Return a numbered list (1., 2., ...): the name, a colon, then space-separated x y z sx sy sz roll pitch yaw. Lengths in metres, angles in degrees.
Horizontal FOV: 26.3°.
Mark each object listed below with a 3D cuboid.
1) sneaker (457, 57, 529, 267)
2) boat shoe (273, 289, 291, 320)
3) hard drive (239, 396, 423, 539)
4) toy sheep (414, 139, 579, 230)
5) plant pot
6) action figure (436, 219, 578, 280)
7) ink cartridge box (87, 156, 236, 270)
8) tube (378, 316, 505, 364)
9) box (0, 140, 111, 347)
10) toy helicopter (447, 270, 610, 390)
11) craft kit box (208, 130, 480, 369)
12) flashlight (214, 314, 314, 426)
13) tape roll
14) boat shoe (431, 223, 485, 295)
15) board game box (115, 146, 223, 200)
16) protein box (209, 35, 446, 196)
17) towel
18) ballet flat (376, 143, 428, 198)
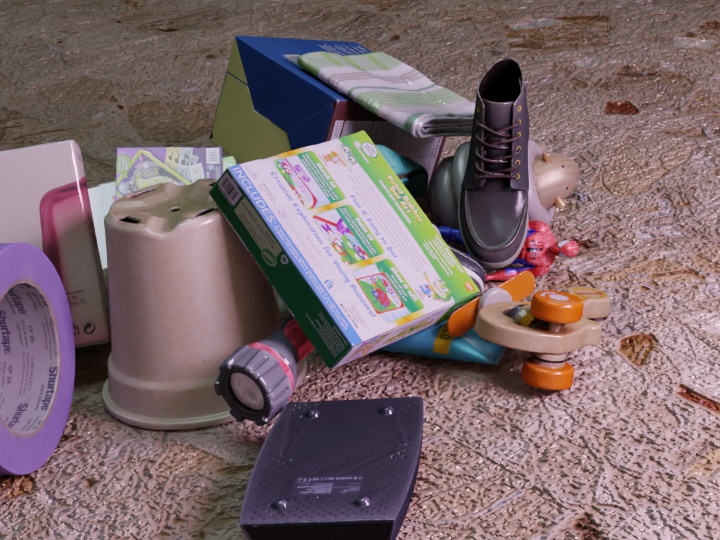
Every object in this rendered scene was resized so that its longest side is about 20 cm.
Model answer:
1. sneaker: 0.134 -0.110 1.564 0.074 0.106 0.202 1 64 7
2. boat shoe: -0.077 -0.007 1.646 0.075 0.072 0.200 -18 21 7
3. hard drive: -0.017 0.164 1.238 0.133 0.043 0.200 -4 22 10
4. toy sheep: 0.143 -0.086 1.687 0.198 0.139 0.138 -16 18 22
5. plant pot: -0.160 0.021 1.446 0.198 0.185 0.201 -7 22 3
6. action figure: 0.131 -0.021 1.614 0.198 0.066 0.052 -1 1 20
7. ink cartridge box: -0.221 -0.044 1.712 0.198 0.068 0.118 -13 59 -13
8. tube: 0.049 0.058 1.479 0.198 0.051 0.078 8 33 22
9. box: -0.317 -0.020 1.539 0.108 0.202 0.128 -10 2 -7
10. toy helicopter: 0.170 0.042 1.440 0.131 0.080 0.199 14 16 31
11. craft kit box: -0.011 -0.025 1.412 0.197 0.201 0.049 -21 -20 -46
12. flashlight: -0.049 0.059 1.392 0.067 0.068 0.200 33 45 16
13. tape roll: -0.329 0.077 1.345 0.084 0.202 0.200 -1 23 15
14. boat shoe: 0.047 -0.030 1.590 0.199 0.076 0.061 23 59 21
15. board game box: -0.205 -0.044 1.657 0.119 0.032 0.202 1 59 -9
16. protein box: -0.032 -0.177 1.821 0.199 0.136 0.198 -5 30 -44
17. towel: 0.044 -0.202 1.718 0.148 0.031 0.199 -6 33 -47
18. ballet flat: 0.029 -0.111 1.704 0.067 0.071 0.200 -35 -7 10
